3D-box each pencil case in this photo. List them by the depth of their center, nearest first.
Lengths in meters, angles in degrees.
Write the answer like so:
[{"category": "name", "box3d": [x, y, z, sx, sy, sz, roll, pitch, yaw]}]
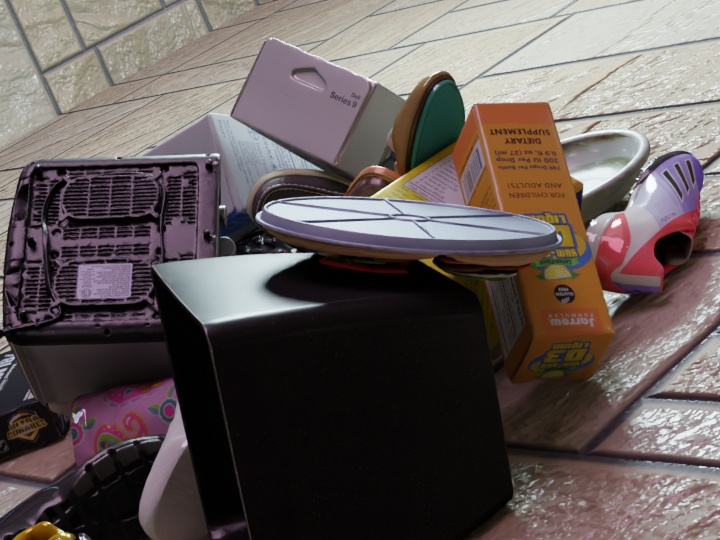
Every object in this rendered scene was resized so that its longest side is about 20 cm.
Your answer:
[{"category": "pencil case", "box3d": [-0.133, 0.118, 1.259, 0.198, 0.088, 0.088, -17, 18, 24]}]

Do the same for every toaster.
[{"category": "toaster", "box3d": [-0.203, 0.006, 1.324, 0.197, 0.119, 0.183, -2, 56, -1]}]

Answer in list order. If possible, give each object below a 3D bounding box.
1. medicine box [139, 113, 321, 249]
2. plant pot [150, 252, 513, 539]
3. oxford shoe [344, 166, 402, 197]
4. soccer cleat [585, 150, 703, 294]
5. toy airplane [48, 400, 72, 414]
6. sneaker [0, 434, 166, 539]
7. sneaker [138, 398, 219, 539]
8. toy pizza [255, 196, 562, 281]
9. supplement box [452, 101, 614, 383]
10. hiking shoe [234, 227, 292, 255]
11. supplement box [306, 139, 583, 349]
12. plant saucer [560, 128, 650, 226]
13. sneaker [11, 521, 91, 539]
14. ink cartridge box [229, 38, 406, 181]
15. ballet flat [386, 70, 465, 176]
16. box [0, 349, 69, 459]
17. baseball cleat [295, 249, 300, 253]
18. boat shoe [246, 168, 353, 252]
[{"category": "medicine box", "box3d": [-0.139, -0.065, 1.600, 0.181, 0.104, 0.199, -27, -15, 31]}, {"category": "plant pot", "box3d": [-0.014, 0.089, 1.022, 0.175, 0.202, 0.199, -13, 14, -14]}, {"category": "oxford shoe", "box3d": [0.000, 0.000, 1.323, 0.071, 0.201, 0.073, 24, 48, 8]}, {"category": "soccer cleat", "box3d": [0.238, -0.035, 1.273, 0.073, 0.069, 0.200, 16, 32, 28]}, {"category": "toy airplane", "box3d": [-0.193, 0.049, 1.435, 0.197, 0.142, 0.200, -24, 16, -5]}, {"category": "sneaker", "box3d": [-0.213, 0.177, 1.192, 0.199, 0.076, 0.079, -29, 15, -18]}, {"category": "sneaker", "box3d": [-0.108, 0.101, 1.164, 0.088, 0.075, 0.201, 13, 67, 44]}, {"category": "toy pizza", "box3d": [0.030, -0.019, 1.040, 0.197, 0.032, 0.200, 4, 9, -1]}, {"category": "supplement box", "box3d": [0.121, -0.022, 1.149, 0.066, 0.202, 0.069, -2, -31, -16]}, {"category": "hiking shoe", "box3d": [-0.065, 0.029, 1.424, 0.074, 0.087, 0.200, -33, 25, 10]}, {"category": "supplement box", "box3d": [0.066, -0.005, 1.246, 0.199, 0.110, 0.108, -34, 51, -30]}, {"category": "plant saucer", "box3d": [0.170, -0.062, 1.445, 0.198, 0.051, 0.200, -22, 17, 7]}, {"category": "sneaker", "box3d": [-0.182, 0.215, 1.021, 0.077, 0.083, 0.199, -30, 19, -23]}, {"category": "ink cartridge box", "box3d": [-0.001, -0.124, 1.490, 0.145, 0.199, 0.088, 27, 89, 37]}, {"category": "ballet flat", "box3d": [0.047, -0.086, 1.312, 0.068, 0.201, 0.063, -36, 52, -27]}, {"category": "box", "box3d": [-0.361, 0.134, 1.569, 0.197, 0.050, 0.200, -21, 18, 11]}, {"category": "baseball cleat", "box3d": [-0.023, -0.003, 1.530, 0.106, 0.070, 0.200, -31, 8, 24]}, {"category": "boat shoe", "box3d": [0.000, -0.032, 1.400, 0.072, 0.199, 0.066, -66, 22, 11]}]
